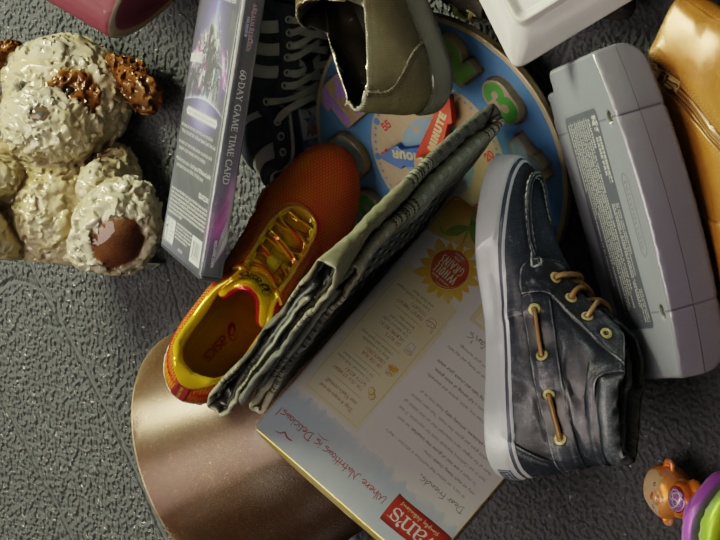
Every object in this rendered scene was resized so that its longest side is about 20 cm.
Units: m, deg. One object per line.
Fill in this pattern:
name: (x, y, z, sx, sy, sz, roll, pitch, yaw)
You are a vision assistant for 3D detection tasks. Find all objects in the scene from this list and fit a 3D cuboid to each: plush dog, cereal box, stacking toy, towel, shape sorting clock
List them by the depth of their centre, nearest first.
stacking toy: (0.238, 0.157, 1.547, 0.200, 0.109, 0.117, 24, 122, 51)
towel: (0.000, 0.000, 1.591, 0.035, 0.200, 0.193, 44, 140, 3)
cereal box: (0.050, 0.073, 1.623, 0.144, 0.200, 0.040, 41, 174, 8)
shape sorting clock: (0.051, -0.074, 1.674, 0.199, 0.039, 0.201, 21, 124, 33)
plush dog: (-0.221, -0.091, 1.911, 0.199, 0.160, 0.173, 6, 94, 15)

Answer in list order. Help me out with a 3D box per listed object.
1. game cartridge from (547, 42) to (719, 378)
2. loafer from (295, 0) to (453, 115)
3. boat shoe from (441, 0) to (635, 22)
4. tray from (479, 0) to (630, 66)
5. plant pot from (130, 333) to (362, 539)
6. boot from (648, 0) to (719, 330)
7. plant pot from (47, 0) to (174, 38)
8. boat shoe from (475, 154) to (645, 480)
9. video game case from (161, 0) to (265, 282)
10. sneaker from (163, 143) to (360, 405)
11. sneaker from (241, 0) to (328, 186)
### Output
game cartridge: (0.167, -0.034, 1.544, 0.133, 0.041, 0.201, 168, 86, -74)
loafer: (-0.008, -0.186, 1.594, 0.201, 0.069, 0.075, 66, 152, 8)
boat shoe: (0.085, -0.183, 1.597, 0.200, 0.072, 0.061, 3, 101, 42)
tray: (0.146, -0.215, 1.505, 0.199, 0.022, 0.108, -31, 79, 20)
plant pot: (-0.021, 0.098, 1.734, 0.199, 0.187, 0.188, -23, 86, 32)
boot: (0.216, -0.054, 1.522, 0.144, 0.070, 0.202, 40, 130, 41)
plant pot: (-0.195, -0.267, 1.780, 0.179, 0.200, 0.200, 43, 131, 8)
boat shoe: (0.125, 0.026, 1.561, 0.090, 0.071, 0.202, -6, 81, 24)
video game case: (-0.097, -0.103, 1.677, 0.143, 0.019, 0.201, -147, 67, -73)
sneaker: (-0.056, 0.003, 1.666, 0.073, 0.201, 0.077, 32, 164, -4)
sneaker: (-0.043, -0.143, 1.738, 0.109, 0.070, 0.200, 53, 140, 26)
